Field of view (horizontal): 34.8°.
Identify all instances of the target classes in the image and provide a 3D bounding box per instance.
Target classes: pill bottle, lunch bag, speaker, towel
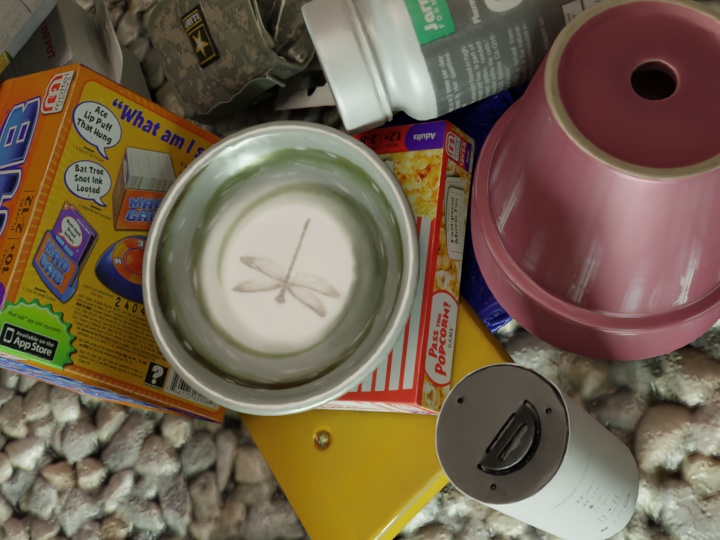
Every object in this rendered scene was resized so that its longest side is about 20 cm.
[{"bbox_3d":[0.067,-0.172,0.789,0.198,0.113,0.114,-22,64,0],"label":"pill bottle"},{"bbox_3d":[-0.096,-0.233,0.954,0.163,0.117,0.202,-17,63,54],"label":"lunch bag"},{"bbox_3d":[0.116,0.118,0.711,0.080,0.200,0.082,-8,69,23],"label":"speaker"},{"bbox_3d":[0.096,-0.062,0.869,0.147,0.049,0.201,-30,63,13],"label":"towel"}]

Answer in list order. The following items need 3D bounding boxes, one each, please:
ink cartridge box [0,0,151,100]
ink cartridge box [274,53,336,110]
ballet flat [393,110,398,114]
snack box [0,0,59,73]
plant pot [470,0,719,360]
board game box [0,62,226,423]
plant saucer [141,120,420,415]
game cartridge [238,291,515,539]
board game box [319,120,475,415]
[{"bbox_3d":[-0.280,-0.146,1.026,0.199,0.125,0.129,-35,49,11],"label":"ink cartridge box"},{"bbox_3d":[0.007,-0.218,0.923,0.162,0.050,0.202,13,85,65],"label":"ink cartridge box"},{"bbox_3d":[0.048,-0.197,0.927,0.200,0.067,0.067,-49,18,-9],"label":"ballet flat"},{"bbox_3d":[-0.328,-0.190,0.921,0.167,0.068,0.201,-13,40,37],"label":"snack box"},{"bbox_3d":[0.169,-0.067,0.725,0.197,0.179,0.202,-1,65,3],"label":"plant pot"},{"bbox_3d":[-0.210,-0.015,0.884,0.199,0.199,0.202,2,72,48],"label":"board game box"},{"bbox_3d":[-0.051,0.000,0.791,0.198,0.050,0.203,-3,78,15],"label":"plant saucer"},{"bbox_3d":[0.011,0.094,0.848,0.200,0.032,0.177,-46,55,14],"label":"game cartridge"},{"bbox_3d":[0.000,0.000,0.835,0.150,0.046,0.202,-3,74,35],"label":"board game box"}]
